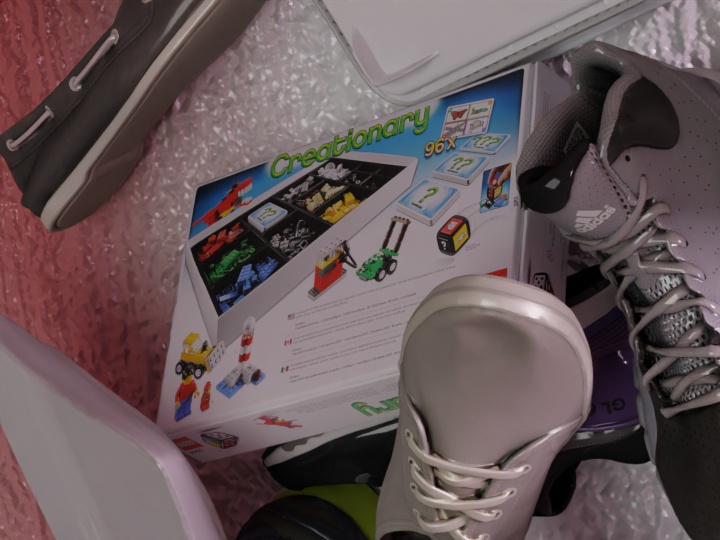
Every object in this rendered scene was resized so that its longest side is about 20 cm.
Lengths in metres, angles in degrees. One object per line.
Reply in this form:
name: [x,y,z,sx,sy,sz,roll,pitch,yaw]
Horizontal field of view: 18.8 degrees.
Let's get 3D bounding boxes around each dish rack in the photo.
dish rack: [0.033,-0.153,0.850,0.199,0.044,0.172,-22,104,45]

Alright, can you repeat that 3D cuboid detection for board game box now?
board game box: [0.000,0.000,0.906,0.199,0.035,0.127,-17,55,39]

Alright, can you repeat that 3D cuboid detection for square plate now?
square plate: [-0.101,0.117,0.981,0.200,0.028,0.199,30,146,49]

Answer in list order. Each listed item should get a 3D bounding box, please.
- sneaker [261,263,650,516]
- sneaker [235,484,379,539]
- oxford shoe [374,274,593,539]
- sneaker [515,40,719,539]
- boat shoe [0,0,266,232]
sneaker: [0.044,0.075,0.925,0.199,0.076,0.088,-25,97,37]
sneaker: [0.016,0.175,0.960,0.200,0.081,0.074,40,120,18]
oxford shoe: [0.043,0.070,0.826,0.075,0.058,0.201,17,145,3]
sneaker: [0.101,0.007,0.792,0.075,0.115,0.201,-27,58,37]
boat shoe: [-0.106,-0.096,0.981,0.057,0.067,0.200,48,126,8]
